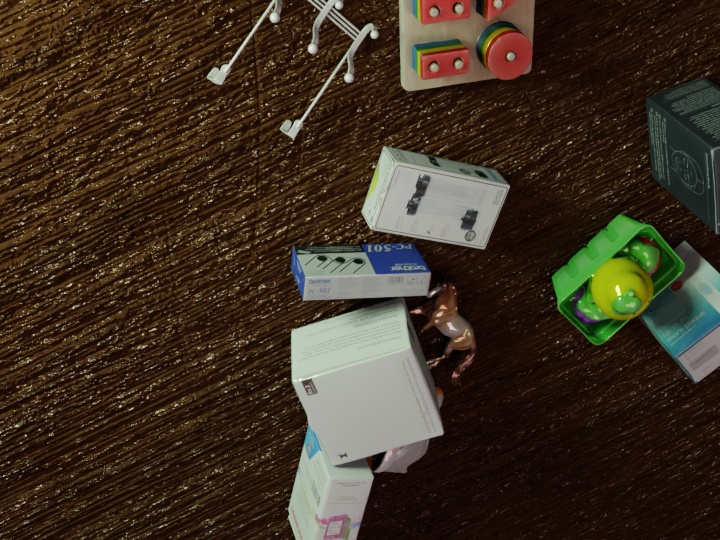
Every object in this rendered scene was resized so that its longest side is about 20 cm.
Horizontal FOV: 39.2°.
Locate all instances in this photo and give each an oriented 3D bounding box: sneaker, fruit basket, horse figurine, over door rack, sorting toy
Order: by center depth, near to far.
[{"bbox_3d":[-0.086,-0.286,1.362,0.147,0.067,0.200,34,106,-30],"label":"over door rack"},{"bbox_3d":[0.157,-0.350,1.398,0.196,0.070,0.202,-10,122,-11],"label":"sorting toy"},{"bbox_3d":[0.423,0.027,1.632,0.215,0.216,0.155,-44,123,11],"label":"fruit basket"},{"bbox_3d":[0.137,0.102,1.679,0.132,0.050,0.200,-33,122,11],"label":"horse figurine"},{"bbox_3d":[0.093,0.277,1.765,0.091,0.076,0.201,18,121,-34],"label":"sneaker"}]

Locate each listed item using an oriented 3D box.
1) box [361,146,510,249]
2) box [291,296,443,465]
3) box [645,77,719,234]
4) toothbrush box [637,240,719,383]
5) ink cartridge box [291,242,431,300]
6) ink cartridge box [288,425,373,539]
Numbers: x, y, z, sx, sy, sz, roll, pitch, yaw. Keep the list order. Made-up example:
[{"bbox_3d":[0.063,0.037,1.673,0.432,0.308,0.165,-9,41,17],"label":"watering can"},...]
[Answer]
[{"bbox_3d":[0.114,-0.109,1.536,0.197,0.060,0.118,8,118,-22],"label":"box"},{"bbox_3d":[0.010,0.179,1.616,0.197,0.131,0.201,-16,125,8],"label":"box"},{"bbox_3d":[0.533,-0.179,1.541,0.106,0.201,0.150,-19,125,-4],"label":"box"},{"bbox_3d":[0.554,0.066,1.696,0.146,0.201,0.085,-38,123,9],"label":"toothbrush box"},{"bbox_3d":[0.000,0.000,1.546,0.197,0.094,0.045,-2,121,-17],"label":"ink cartridge box"},{"bbox_3d":[-0.055,0.385,1.731,0.083,0.145,0.202,4,119,-21],"label":"ink cartridge box"}]
